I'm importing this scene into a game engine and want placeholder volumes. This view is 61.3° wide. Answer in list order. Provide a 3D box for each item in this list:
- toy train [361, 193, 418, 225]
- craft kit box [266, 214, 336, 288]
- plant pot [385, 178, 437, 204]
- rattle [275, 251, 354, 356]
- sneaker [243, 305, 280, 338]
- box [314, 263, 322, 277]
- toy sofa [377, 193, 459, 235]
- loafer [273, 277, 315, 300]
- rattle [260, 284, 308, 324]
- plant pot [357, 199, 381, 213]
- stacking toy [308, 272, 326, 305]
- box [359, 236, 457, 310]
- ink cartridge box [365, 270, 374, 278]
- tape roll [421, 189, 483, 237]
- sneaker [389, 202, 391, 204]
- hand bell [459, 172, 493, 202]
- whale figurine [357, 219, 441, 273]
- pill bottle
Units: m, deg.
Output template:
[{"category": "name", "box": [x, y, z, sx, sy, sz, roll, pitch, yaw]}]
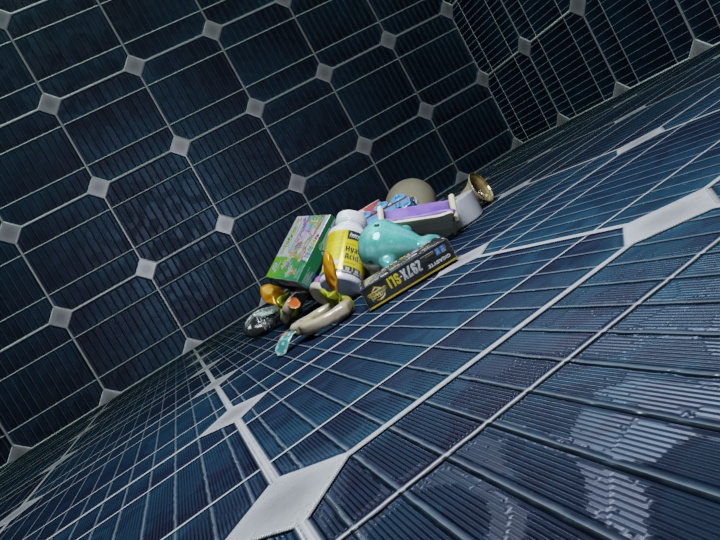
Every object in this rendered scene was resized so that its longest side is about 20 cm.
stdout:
[{"category": "toy train", "box": [0.070, -0.134, 1.644, 0.198, 0.087, 0.115, -26, 24, 13]}, {"category": "craft kit box", "box": [-0.157, -0.054, 1.647, 0.196, 0.048, 0.202, 2, 62, 59]}, {"category": "plant pot", "box": [0.180, -0.193, 2.038, 0.185, 0.189, 0.201, -29, 18, 9]}, {"category": "rattle", "box": [-0.123, 0.077, 1.290, 0.197, 0.144, 0.131, -23, 25, 13]}, {"category": "sneaker", "box": [-0.261, 0.137, 1.863, 0.199, 0.076, 0.115, -33, 8, -31]}, {"category": "box", "box": [-0.119, -0.037, 1.745, 0.110, 0.127, 0.199, -60, 29, -4]}, {"category": "toy sofa", "box": [0.143, -0.135, 1.515, 0.196, 0.084, 0.098, -9, -33, 6]}, {"category": "loafer", "box": [-0.173, 0.040, 1.822, 0.070, 0.199, 0.069, -16, 57, 47]}, {"category": "rattle", "box": [-0.214, 0.063, 1.675, 0.130, 0.143, 0.200, -41, -7, 0]}, {"category": "plant pot", "box": [0.042, -0.119, 1.983, 0.198, 0.179, 0.200, -31, 5, 3]}, {"category": "stacking toy", "box": [-0.055, -0.007, 1.610, 0.085, 0.085, 0.201, -23, 31, 56]}, {"category": "box", "box": [0.091, 0.002, 1.233, 0.198, 0.050, 0.160, -31, 2, 1]}, {"category": "ink cartridge box", "box": [0.057, -0.011, 1.569, 0.108, 0.051, 0.199, -34, 5, -25]}, {"category": "tape roll", "box": [0.237, -0.143, 1.677, 0.200, 0.072, 0.202, -30, 5, 3]}, {"category": "sneaker", "box": [0.131, -0.136, 1.845, 0.119, 0.083, 0.203, -15, 54, 31]}, {"category": "hand bell", "box": [0.299, -0.195, 1.852, 0.200, 0.105, 0.104, -41, -3, 38]}, {"category": "whale figurine", "box": [0.084, -0.065, 1.404, 0.197, 0.105, 0.160, -1, 38, 31]}, {"category": "pill bottle", "box": [-0.035, -0.045, 1.525, 0.111, 0.110, 0.203, -25, 49, 46]}]
